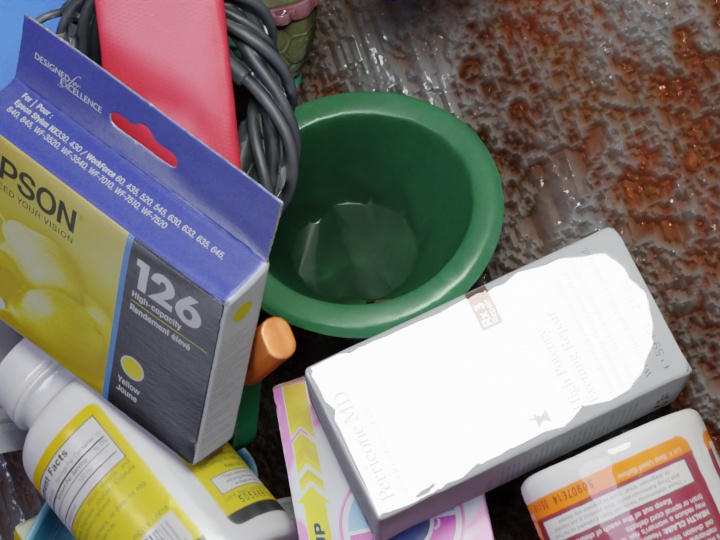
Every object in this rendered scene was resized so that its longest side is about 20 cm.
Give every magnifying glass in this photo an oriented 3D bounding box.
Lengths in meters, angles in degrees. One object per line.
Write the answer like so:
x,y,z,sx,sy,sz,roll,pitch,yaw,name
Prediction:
-0.075,0.062,1.254,0.080,0.022,0.200,67,157,7,magnifying glass

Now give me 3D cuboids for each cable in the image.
-0.108,-0.079,1.218,0.162,0.051,0.201,-16,94,18,cable

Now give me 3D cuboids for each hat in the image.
0.000,0.000,1.312,0.199,0.176,0.167,12,65,15,hat

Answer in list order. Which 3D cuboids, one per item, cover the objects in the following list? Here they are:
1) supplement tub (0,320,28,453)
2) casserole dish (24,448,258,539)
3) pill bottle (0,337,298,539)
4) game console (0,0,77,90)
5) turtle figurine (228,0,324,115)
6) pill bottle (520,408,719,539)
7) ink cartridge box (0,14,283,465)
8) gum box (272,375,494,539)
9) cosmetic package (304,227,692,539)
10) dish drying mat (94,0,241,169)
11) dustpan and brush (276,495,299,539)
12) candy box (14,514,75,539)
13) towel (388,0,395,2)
-0.279,0.022,1.397,0.144,0.145,0.202,-4,91,29,supplement tub
-0.146,0.174,1.335,0.120,0.201,0.039,24,149,5,casserole dish
-0.139,0.123,1.279,0.200,0.111,0.111,49,114,19,pill bottle
-0.193,-0.084,1.335,0.118,0.170,0.202,9,98,36,game console
-0.070,-0.172,1.271,0.100,0.150,0.201,12,125,22,turtle figurine
0.180,0.191,1.176,0.114,0.114,0.201,-27,80,27,pill bottle
-0.143,-0.013,1.182,0.197,0.047,0.201,36,140,20,ink cartridge box
0.020,0.150,1.240,0.113,0.066,0.201,-11,72,1,gum box
0.077,0.066,1.191,0.199,0.074,0.102,-26,74,-7,cosmetic package
-0.112,-0.144,1.173,0.076,0.018,0.202,-4,98,16,dish drying mat
0.033,0.200,1.298,0.199,0.057,0.141,-9,101,35,dustpan and brush
-0.133,0.228,1.344,0.200,0.102,0.026,55,154,21,candy box
0.042,-0.275,1.234,0.147,0.050,0.201,-23,79,2,towel
